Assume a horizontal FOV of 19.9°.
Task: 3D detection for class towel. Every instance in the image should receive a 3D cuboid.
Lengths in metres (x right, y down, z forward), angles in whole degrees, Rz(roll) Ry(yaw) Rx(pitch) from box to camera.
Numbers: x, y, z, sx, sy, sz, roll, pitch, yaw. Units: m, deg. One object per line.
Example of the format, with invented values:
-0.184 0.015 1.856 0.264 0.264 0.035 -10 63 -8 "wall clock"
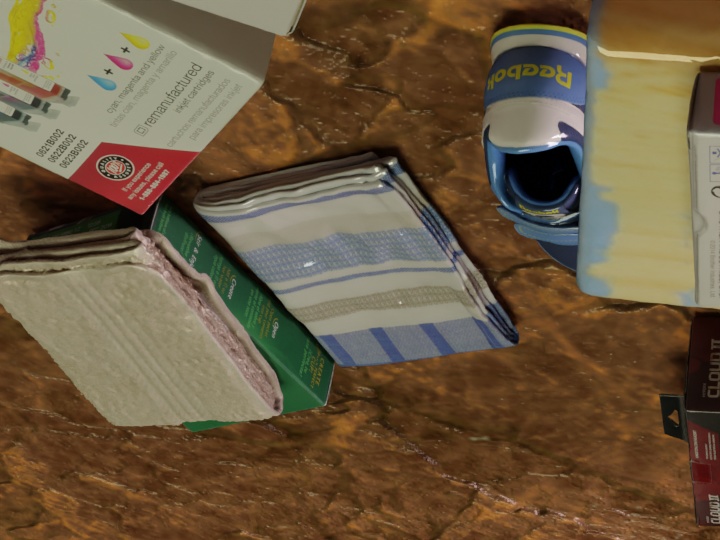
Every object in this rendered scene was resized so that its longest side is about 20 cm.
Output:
0.000 0.000 1.302 0.147 0.024 0.200 -9 141 28 "towel"
-0.146 0.039 1.313 0.132 0.035 0.200 -4 143 24 "towel"

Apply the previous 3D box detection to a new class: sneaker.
0.109 -0.049 1.148 0.074 0.082 0.200 -4 145 19 "sneaker"

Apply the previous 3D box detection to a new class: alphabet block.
0.208 -0.106 0.938 0.200 0.197 0.195 5 147 8 "alphabet block"

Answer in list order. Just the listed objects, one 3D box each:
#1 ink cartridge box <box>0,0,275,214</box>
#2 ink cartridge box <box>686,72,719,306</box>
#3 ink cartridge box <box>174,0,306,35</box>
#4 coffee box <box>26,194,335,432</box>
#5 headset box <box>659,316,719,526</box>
-0.151 -0.154 1.016 0.200 0.145 0.145 26 144 -19 "ink cartridge box"
0.236 -0.027 0.836 0.200 0.042 0.119 5 145 14 "ink cartridge box"
-0.070 -0.214 0.855 0.146 0.200 0.084 17 146 -7 "ink cartridge box"
-0.121 0.033 1.366 0.123 0.044 0.200 -16 137 33 "coffee box"
0.293 0.102 1.316 0.200 0.077 0.149 2 144 15 "headset box"
